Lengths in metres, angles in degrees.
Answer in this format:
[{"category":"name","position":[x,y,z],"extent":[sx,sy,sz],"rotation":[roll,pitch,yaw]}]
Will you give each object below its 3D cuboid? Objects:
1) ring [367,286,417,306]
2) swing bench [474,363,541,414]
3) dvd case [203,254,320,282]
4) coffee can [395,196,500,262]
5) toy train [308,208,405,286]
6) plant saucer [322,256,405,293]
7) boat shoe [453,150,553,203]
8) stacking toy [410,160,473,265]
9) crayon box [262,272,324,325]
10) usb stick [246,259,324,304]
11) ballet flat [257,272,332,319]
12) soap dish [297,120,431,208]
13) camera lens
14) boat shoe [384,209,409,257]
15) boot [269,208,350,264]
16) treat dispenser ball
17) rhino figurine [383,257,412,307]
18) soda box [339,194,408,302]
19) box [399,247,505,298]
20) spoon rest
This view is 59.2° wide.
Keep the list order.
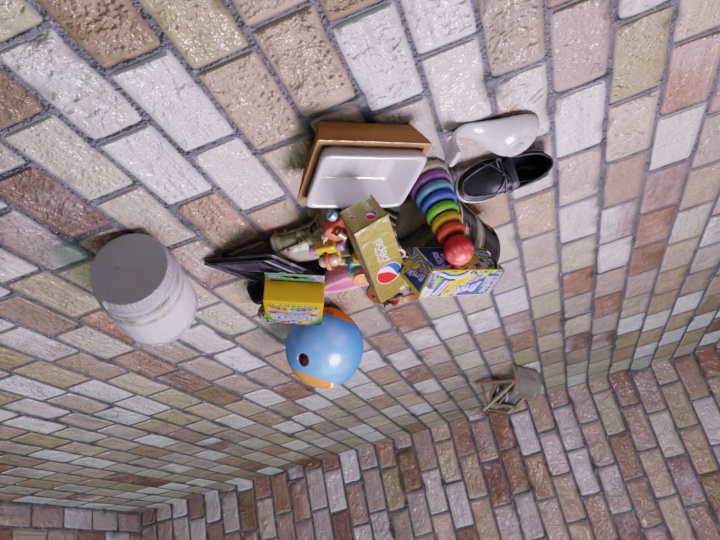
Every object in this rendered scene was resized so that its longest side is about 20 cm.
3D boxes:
[{"category":"ring","position":[0.114,0.044,1.613],"extent":[0.197,0.019,0.201],"rotation":[-11,152,-6]},{"category":"swing bench","position":[0.603,0.477,2.539],"extent":[0.199,0.131,0.197],"rotation":[-33,147,33]},{"category":"dvd case","position":[-0.202,-0.002,1.299],"extent":[0.198,0.016,0.148],"rotation":[-1,163,37]},{"category":"coffee can","position":[0.182,-0.065,1.294],"extent":[0.145,0.148,0.199],"rotation":[-27,150,25]},{"category":"toy train","position":[-0.012,-0.033,1.188],"extent":[0.149,0.056,0.199],"rotation":[-29,136,34]},{"category":"plant saucer","position":[0.000,0.000,1.383],"extent":[0.197,0.052,0.201],"rotation":[-15,171,-2]},{"category":"boat shoe","position":[0.270,-0.179,1.186],"extent":[0.197,0.076,0.062],"rotation":[-16,-177,-6]},{"category":"stacking toy","position":[0.153,-0.099,1.149],"extent":[0.084,0.202,0.086],"rotation":[-16,152,-9]},{"category":"crayon box","position":[-0.139,0.064,1.334],"extent":[0.124,0.052,0.200],"rotation":[3,159,-4]},{"category":"usb stick","position":[-0.167,0.017,1.397],"extent":[0.198,0.056,0.033],"rotation":[-26,-179,23]},{"category":"ballet flat","position":[-0.155,0.046,1.458],"extent":[0.197,0.068,0.076],"rotation":[-20,131,0]},{"category":"soap dish","position":[0.001,-0.178,1.068],"extent":[0.197,0.082,0.158],"rotation":[-2,151,-20]},{"category":"camera lens","position":[-0.408,0.042,1.211],"extent":[0.157,0.162,0.201],"rotation":[-11,153,-4]},{"category":"boat shoe","position":[0.064,-0.069,1.310],"extent":[0.201,0.076,0.074],"rotation":[14,143,-42]},{"category":"boot","position":[-0.104,-0.072,1.237],"extent":[0.152,0.073,0.201],"rotation":[-11,153,2]},{"category":"treat dispenser ball","position":[-0.091,0.195,1.603],"extent":[0.198,0.203,0.202],"rotation":[-10,153,-5]},{"category":"rhino figurine","position":[0.111,0.002,1.466],"extent":[0.199,0.088,0.060],"rotation":[-33,180,32]},{"category":"soda box","position":[0.028,-0.035,1.129],"extent":[0.067,0.064,0.201],"rotation":[-30,139,-6]},{"category":"box","position":[0.171,0.003,1.173],"extent":[0.198,0.070,0.065],"rotation":[0,129,-40]},{"category":"spoon rest","position":[0.231,-0.233,1.114],"extent":[0.198,0.061,0.100],"rotation":[-16,158,-27]}]
